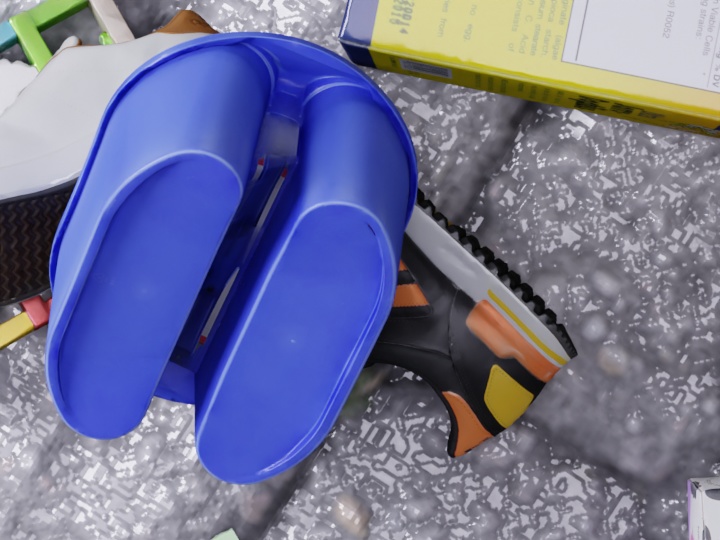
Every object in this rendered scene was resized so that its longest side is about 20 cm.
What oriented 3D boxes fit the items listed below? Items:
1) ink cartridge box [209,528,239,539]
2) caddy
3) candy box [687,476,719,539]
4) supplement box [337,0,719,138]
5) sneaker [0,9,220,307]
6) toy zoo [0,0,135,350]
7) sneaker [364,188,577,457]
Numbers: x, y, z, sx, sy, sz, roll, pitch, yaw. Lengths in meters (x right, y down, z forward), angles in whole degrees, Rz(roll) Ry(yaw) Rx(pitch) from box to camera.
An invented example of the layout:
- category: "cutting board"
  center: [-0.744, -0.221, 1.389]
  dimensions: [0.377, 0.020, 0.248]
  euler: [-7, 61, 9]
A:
- category: "ink cartridge box"
  center: [-0.116, 0.230, 1.204]
  dimensions: [0.199, 0.048, 0.146]
  euler: [-28, 88, 4]
- category: "caddy"
  center: [-0.057, -0.007, 1.121]
  dimensions: [0.141, 0.105, 0.201]
  euler: [19, 125, -12]
- category: "candy box"
  center: [0.251, 0.174, 1.176]
  dimensions: [0.199, 0.072, 0.169]
  euler: [-2, 91, 2]
- category: "supplement box"
  center: [0.099, -0.130, 1.165]
  dimensions: [0.199, 0.110, 0.110]
  euler: [12, 90, 3]
- category: "sneaker"
  center: [-0.142, -0.049, 1.173]
  dimensions: [0.199, 0.073, 0.085]
  euler: [-27, 51, -2]
- category: "toy zoo"
  center: [-0.175, -0.033, 1.199]
  dimensions: [0.199, 0.020, 0.132]
  euler: [-31, 89, -10]
- category: "sneaker"
  center: [0.000, 0.000, 1.188]
  dimensions: [0.200, 0.070, 0.090]
  euler: [41, 96, 3]
